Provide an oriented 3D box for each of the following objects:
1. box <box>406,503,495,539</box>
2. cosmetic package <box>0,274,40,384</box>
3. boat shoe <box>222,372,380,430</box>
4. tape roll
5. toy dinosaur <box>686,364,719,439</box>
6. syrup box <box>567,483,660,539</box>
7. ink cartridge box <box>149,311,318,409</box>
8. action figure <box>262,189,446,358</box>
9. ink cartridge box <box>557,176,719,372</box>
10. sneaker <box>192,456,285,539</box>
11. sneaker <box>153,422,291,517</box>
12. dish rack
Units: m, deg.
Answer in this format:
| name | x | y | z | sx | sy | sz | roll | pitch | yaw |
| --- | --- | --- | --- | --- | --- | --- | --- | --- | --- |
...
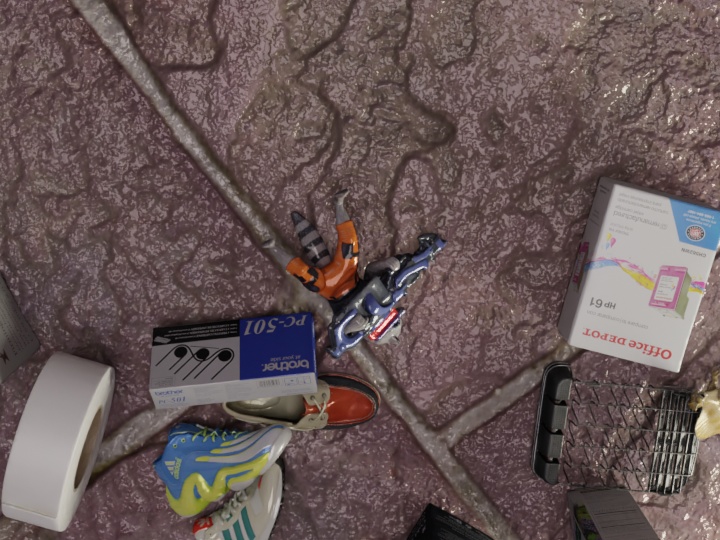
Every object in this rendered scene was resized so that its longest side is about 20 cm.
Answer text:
| name | x | y | z | sx | sy | sz | roll | pitch | yaw |
| --- | --- | --- | --- | --- | --- | --- | --- | --- | --- |
| box | 0.087 | 0.427 | 1.373 | 0.123 | 0.197 | 0.201 | 30 | 99 | -5 |
| cosmetic package | -0.505 | 0.078 | 1.310 | 0.165 | 0.200 | 0.169 | -26 | 100 | 5 |
| boat shoe | -0.073 | 0.164 | 1.394 | 0.198 | 0.063 | 0.072 | 6 | 99 | -2 |
| tape roll | -0.354 | 0.202 | 1.331 | 0.070 | 0.203 | 0.205 | 16 | 100 | -3 |
| toy dinosaur | 0.452 | 0.172 | 1.392 | 0.101 | 0.058 | 0.200 | -51 | 131 | -4 |
| syrup box | 0.307 | 0.332 | 1.352 | 0.080 | 0.200 | 0.080 | -8 | 100 | 0 |
| ink cartridge box | -0.153 | 0.108 | 1.365 | 0.198 | 0.095 | 0.044 | -6 | 140 | 0 |
| action figure | 0.000 | 0.000 | 1.358 | 0.199 | 0.104 | 0.195 | -37 | 107 | -19 |
| ink cartridge box | 0.335 | 0.005 | 1.351 | 0.143 | 0.085 | 0.202 | 14 | 102 | -2 |
| sneaker | -0.160 | 0.319 | 1.417 | 0.092 | 0.070 | 0.202 | 19 | 103 | -9 |
| sneaker | -0.181 | 0.223 | 1.380 | 0.199 | 0.076 | 0.105 | -37 | 98 | 22 |
| dish rack | 0.321 | 0.203 | 1.405 | 0.198 | 0.055 | 0.155 | 6 | 102 | -3 |
